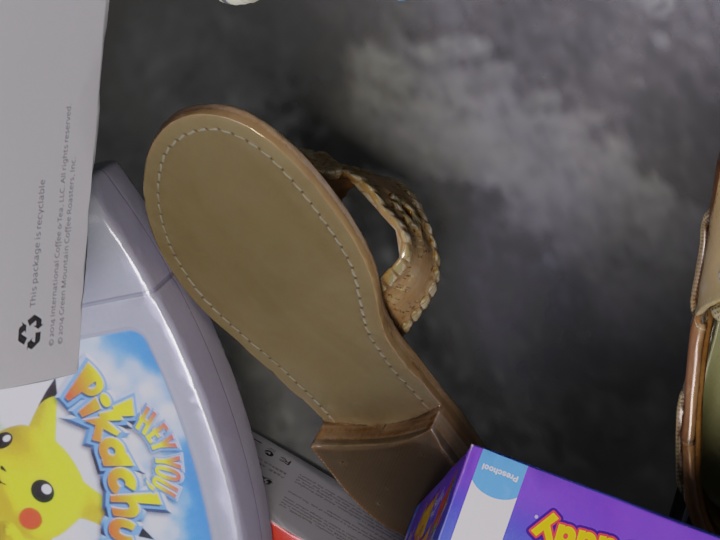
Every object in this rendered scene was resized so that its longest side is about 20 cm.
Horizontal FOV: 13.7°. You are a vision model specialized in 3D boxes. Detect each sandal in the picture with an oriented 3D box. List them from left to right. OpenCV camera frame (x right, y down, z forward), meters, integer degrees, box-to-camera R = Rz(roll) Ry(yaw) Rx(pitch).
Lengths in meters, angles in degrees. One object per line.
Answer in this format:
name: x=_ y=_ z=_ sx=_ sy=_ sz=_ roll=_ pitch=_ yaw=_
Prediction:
sandal: x=-0.005 y=0.000 z=1.027 sx=0.077 sy=0.070 sz=0.212 roll=-3 pitch=134 yaw=32

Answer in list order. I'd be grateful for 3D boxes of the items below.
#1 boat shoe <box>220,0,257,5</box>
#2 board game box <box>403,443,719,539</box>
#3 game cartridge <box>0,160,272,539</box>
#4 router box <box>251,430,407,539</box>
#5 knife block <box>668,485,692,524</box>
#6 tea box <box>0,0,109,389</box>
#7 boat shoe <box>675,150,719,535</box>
boat shoe: x=-0.054 y=-0.183 z=0.929 sx=0.062 sy=0.075 sz=0.201 roll=-1 pitch=107 yaw=23
board game box: x=0.080 y=0.109 z=0.950 sx=0.134 sy=0.200 sz=0.045 roll=21 pitch=80 yaw=0
game cartridge: x=-0.103 y=0.067 z=1.044 sx=0.133 sy=0.040 sz=0.201 roll=-12 pitch=106 yaw=16
router box: x=-0.072 y=0.142 z=1.114 sx=0.199 sy=0.049 sz=0.180 roll=29 pitch=118 yaw=4
knife block: x=0.144 y=0.011 z=0.979 sx=0.175 sy=0.064 sz=0.201 roll=-26 pitch=103 yaw=25
tea box: x=-0.190 y=-0.076 z=0.930 sx=0.196 sy=0.133 sz=0.201 roll=19 pitch=108 yaw=37
boat shoe: x=0.136 y=-0.001 z=0.898 sx=0.075 sy=0.074 sz=0.201 roll=11 pitch=116 yaw=13
